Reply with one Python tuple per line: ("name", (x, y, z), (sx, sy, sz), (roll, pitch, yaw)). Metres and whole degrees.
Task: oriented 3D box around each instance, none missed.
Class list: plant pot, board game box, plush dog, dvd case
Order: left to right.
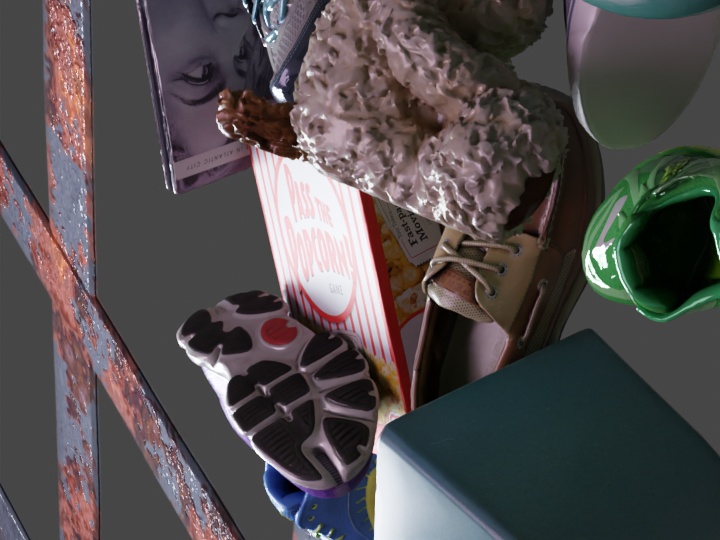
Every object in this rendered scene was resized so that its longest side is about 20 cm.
("dvd case", (-0.064, -0.160, 1.478), (0.016, 0.148, 0.201), (17, 122, 49))
("board game box", (0.000, 0.000, 1.436), (0.151, 0.046, 0.201), (8, 112, 66))
("plush dog", (0.034, -0.118, 1.176), (0.200, 0.160, 0.173), (-38, -32, -85))
("plant pot", (0.120, 0.158, 1.266), (0.200, 0.141, 0.142), (41, 142, 40))

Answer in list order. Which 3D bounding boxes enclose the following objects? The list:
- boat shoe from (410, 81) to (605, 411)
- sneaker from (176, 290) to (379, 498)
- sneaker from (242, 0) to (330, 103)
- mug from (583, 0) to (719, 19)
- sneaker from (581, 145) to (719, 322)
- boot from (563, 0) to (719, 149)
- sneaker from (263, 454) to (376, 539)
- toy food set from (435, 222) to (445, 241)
("boat shoe", (0.071, 0.006, 1.310), (0.075, 0.074, 0.201), (22, 113, 33))
("sneaker", (-0.035, 0.078, 1.444), (0.084, 0.080, 0.200), (66, 171, -28))
("sneaker", (-0.042, -0.157, 1.388), (0.078, 0.086, 0.201), (-55, 18, 34))
("mug", (0.110, -0.170, 1.007), (0.185, 0.114, 0.153), (-29, 87, 45))
("sneaker", (0.143, -0.018, 1.158), (0.200, 0.083, 0.075), (-18, 89, 69))
("boot", (0.118, -0.162, 1.156), (0.090, 0.072, 0.201), (-126, 36, -55))
("sneaker", (-0.019, 0.142, 1.631), (0.076, 0.105, 0.201), (54, 150, 41))
("toy food set", (0.051, 0.014, 1.450), (0.198, 0.048, 0.201), (22, 124, 63))
